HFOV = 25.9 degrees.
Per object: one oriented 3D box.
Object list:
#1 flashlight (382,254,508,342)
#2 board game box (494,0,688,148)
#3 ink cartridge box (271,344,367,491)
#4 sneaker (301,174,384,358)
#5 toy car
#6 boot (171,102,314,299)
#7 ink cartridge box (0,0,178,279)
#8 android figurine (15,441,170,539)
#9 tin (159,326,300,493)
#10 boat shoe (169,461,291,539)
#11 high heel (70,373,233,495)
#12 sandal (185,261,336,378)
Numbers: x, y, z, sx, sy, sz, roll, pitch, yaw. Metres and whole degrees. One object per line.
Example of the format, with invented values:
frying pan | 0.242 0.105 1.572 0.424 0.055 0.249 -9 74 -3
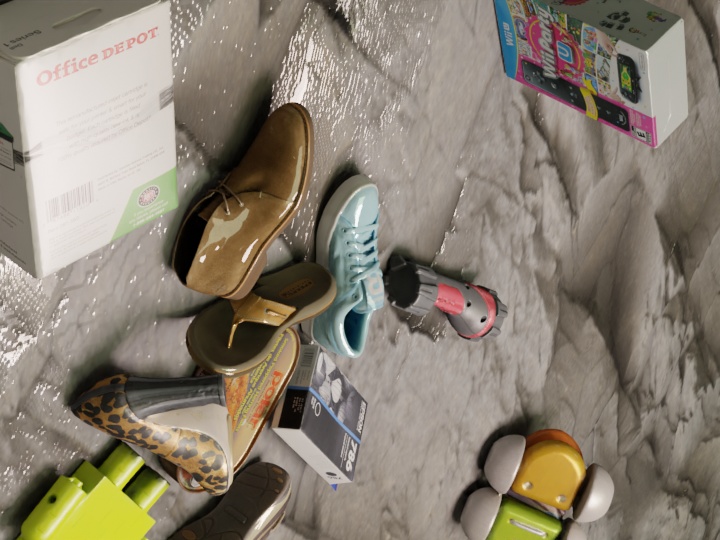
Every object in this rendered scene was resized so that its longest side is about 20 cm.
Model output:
flashlight | 0.097 0.038 1.790 0.200 0.068 0.068 17 99 -58
board game box | 0.237 -0.230 1.619 0.064 0.200 0.148 -44 145 -20
ink cartridge box | -0.035 0.165 1.715 0.200 0.039 0.099 54 42 -57
sneaker | 0.000 0.000 1.613 0.074 0.082 0.200 -23 135 -43
toy car | 0.241 0.311 2.165 0.150 0.175 0.200 -78 -170 -74
boot | -0.106 -0.064 1.434 0.075 0.074 0.200 11 111 -45
ink cartridge box | -0.223 -0.116 1.212 0.146 0.084 0.200 -31 139 -36
android figurine | -0.271 0.264 1.521 0.200 0.041 0.182 -50 147 -15
tin | -0.133 0.133 1.594 0.112 0.042 0.200 19 102 -53
boat shoe | -0.143 0.297 1.688 0.200 0.074 0.073 -42 145 -21
high heel | -0.195 0.162 1.501 0.143 0.071 0.200 -4 141 -3
sandal | -0.094 0.034 1.519 0.200 0.080 0.054 -34 153 -41
